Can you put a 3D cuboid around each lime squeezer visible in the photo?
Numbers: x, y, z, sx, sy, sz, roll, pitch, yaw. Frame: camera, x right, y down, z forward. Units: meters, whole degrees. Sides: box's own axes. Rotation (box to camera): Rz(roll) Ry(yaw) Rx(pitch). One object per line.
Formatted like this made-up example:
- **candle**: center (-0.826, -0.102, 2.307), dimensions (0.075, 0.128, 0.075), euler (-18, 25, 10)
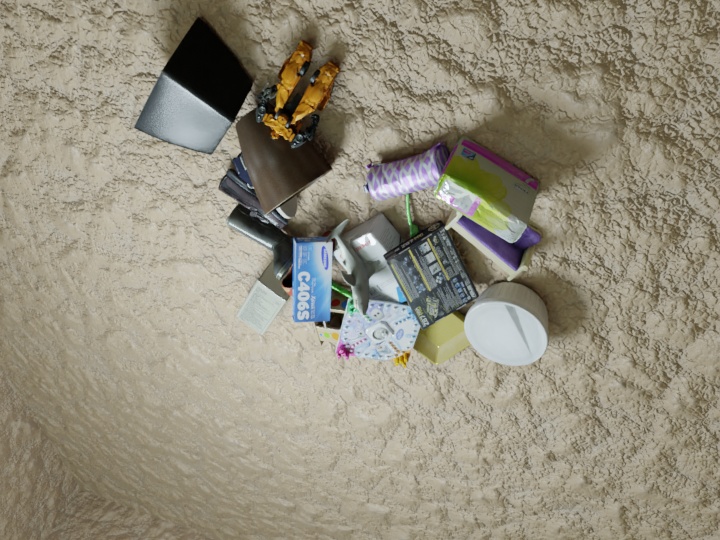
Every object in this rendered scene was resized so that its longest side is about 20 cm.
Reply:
- **lime squeezer**: center (0.141, -0.083, 1.617), dimensions (0.070, 0.038, 0.201), euler (-23, 114, 41)

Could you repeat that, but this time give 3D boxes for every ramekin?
- **ramekin**: center (0.350, 0.119, 1.638), dimensions (0.197, 0.095, 0.206), euler (16, 135, 17)

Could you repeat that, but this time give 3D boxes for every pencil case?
- **pencil case**: center (0.103, -0.210, 1.498), dimensions (0.196, 0.083, 0.088), euler (-10, 101, 34)

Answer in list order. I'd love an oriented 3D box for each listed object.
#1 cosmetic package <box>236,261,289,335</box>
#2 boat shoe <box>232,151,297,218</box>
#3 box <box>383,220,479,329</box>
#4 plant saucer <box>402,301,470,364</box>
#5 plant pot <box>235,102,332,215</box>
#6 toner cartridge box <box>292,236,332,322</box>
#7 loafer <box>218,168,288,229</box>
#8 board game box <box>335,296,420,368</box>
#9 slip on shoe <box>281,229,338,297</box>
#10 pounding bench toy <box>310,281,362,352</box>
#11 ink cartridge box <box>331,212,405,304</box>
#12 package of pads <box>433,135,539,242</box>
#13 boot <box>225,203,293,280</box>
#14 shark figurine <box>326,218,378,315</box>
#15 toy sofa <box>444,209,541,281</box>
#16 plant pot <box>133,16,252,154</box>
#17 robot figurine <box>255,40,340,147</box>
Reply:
- **cosmetic package**: center (-0.262, 0.080, 1.957), dimensions (0.102, 0.088, 0.200), euler (37, 138, -4)
- **boat shoe**: center (-0.232, -0.214, 1.697), dimensions (0.091, 0.075, 0.204), euler (-7, 118, 43)
- **box**: center (0.165, 0.013, 1.612), dimensions (0.159, 0.049, 0.203), euler (-31, 112, 1)
- **plant saucer**: center (0.182, 0.134, 1.773), dimensions (0.198, 0.049, 0.200), euler (37, 139, -10)
- **plant pot**: center (-0.190, -0.262, 1.563), dimensions (0.185, 0.186, 0.203), euler (-28, 98, 43)
- **toner cartridge box**: center (-0.119, 0.023, 1.704), dimensions (0.092, 0.043, 0.206), euler (-3, 109, -14)
- **loafer**: center (-0.269, -0.167, 1.741), dimensions (0.199, 0.072, 0.063), euler (42, 98, -2)
- **board game box**: center (0.048, 0.160, 1.745), dimensions (0.194, 0.026, 0.204), euler (8, 130, -9)
- **slip on shoe**: center (-0.125, -0.018, 1.743), dimensions (0.074, 0.201, 0.061), euler (47, -168, 36)
- **pounding bench toy**: center (-0.044, 0.089, 1.814), dimensions (0.152, 0.125, 0.204), euler (6, 131, 25)
- **ink cartridge box**: center (0.051, -0.018, 1.692), dimensions (0.143, 0.084, 0.201), euler (-25, 114, 42)
- **package of pads**: center (0.254, -0.162, 1.394), dimensions (0.197, 0.156, 0.069), euler (30, 138, 1)
- **boot**: center (-0.249, -0.079, 1.753), dimensions (0.198, 0.183, 0.073), euler (37, 114, -11)
- **shark figurine**: center (-0.005, -0.021, 1.624), dimensions (0.087, 0.128, 0.220), euler (-18, 103, 11)
- **toy sofa**: center (0.287, -0.083, 1.500), dimensions (0.198, 0.084, 0.098), euler (38, 138, -7)
- **plant pot**: center (-0.352, -0.383, 1.529), dimensions (0.175, 0.203, 0.199), euler (31, 139, -18)
- **robot figurine**: center (-0.130, -0.360, 1.453), dimensions (0.143, 0.058, 0.202), euler (35, 111, -3)
